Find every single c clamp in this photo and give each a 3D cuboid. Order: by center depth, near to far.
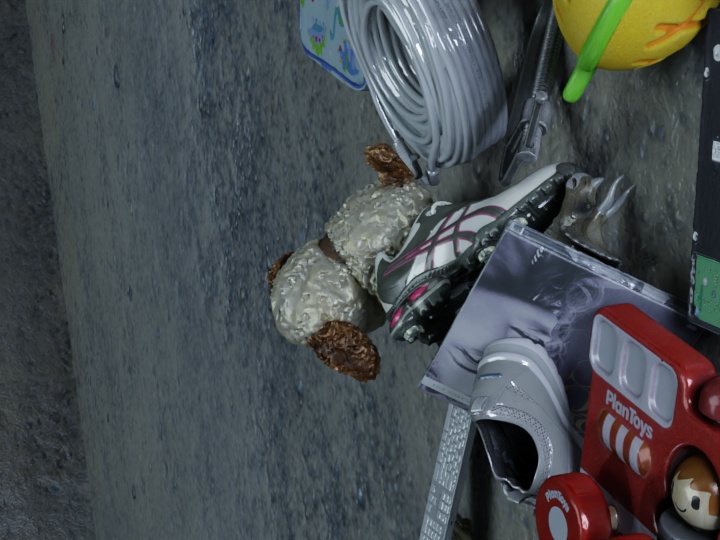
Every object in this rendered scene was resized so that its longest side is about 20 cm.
[{"bbox_3d":[0.134,-0.148,1.227,0.171,0.027,0.200,106,179,-58],"label":"c clamp"}]

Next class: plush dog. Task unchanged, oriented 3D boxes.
[{"bbox_3d":[0.000,0.000,1.437,0.161,0.172,0.200,49,180,-33],"label":"plush dog"}]

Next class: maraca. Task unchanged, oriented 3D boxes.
[{"bbox_3d":[0.175,-0.183,1.099,0.137,0.107,0.200,-55,-6,-19],"label":"maraca"}]

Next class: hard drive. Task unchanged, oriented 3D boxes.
[{"bbox_3d":[0.250,-0.052,1.010,0.140,0.038,0.200,-152,62,-67],"label":"hard drive"}]

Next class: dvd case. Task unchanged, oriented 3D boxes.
[{"bbox_3d":[0.137,0.059,1.196,0.200,0.148,0.016,115,180,-51],"label":"dvd case"}]

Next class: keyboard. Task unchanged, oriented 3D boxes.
[{"bbox_3d":[0.080,0.155,1.472,0.056,0.011,0.200,-160,82,-67],"label":"keyboard"}]

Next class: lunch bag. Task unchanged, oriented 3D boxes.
[{"bbox_3d":[0.007,-0.252,1.577,0.200,0.082,0.161,-136,48,-62],"label":"lunch bag"}]

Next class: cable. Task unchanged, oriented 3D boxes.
[{"bbox_3d":[0.052,-0.181,1.393,0.200,0.069,0.200,64,166,5],"label":"cable"}]

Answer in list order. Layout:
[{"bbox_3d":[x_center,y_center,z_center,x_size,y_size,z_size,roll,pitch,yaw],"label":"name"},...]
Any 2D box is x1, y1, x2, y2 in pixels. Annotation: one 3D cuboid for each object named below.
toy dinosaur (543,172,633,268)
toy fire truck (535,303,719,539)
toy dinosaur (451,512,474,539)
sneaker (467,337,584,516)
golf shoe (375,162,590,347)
[{"bbox_3d":[0.149,0.034,1.228,0.077,0.102,0.200,-51,-45,-59],"label":"toy dinosaur"},{"bbox_3d":[0.195,0.128,1.065,0.200,0.112,0.168,-136,44,-60],"label":"toy fire truck"},{"bbox_3d":[0.076,0.310,1.502,0.088,0.047,0.200,-92,15,-60],"label":"toy dinosaur"},{"bbox_3d":[0.126,0.148,1.202,0.075,0.082,0.200,-15,115,42],"label":"sneaker"},{"bbox_3d":[0.085,-0.029,1.299,0.200,0.077,0.088,-41,56,23],"label":"golf shoe"}]
